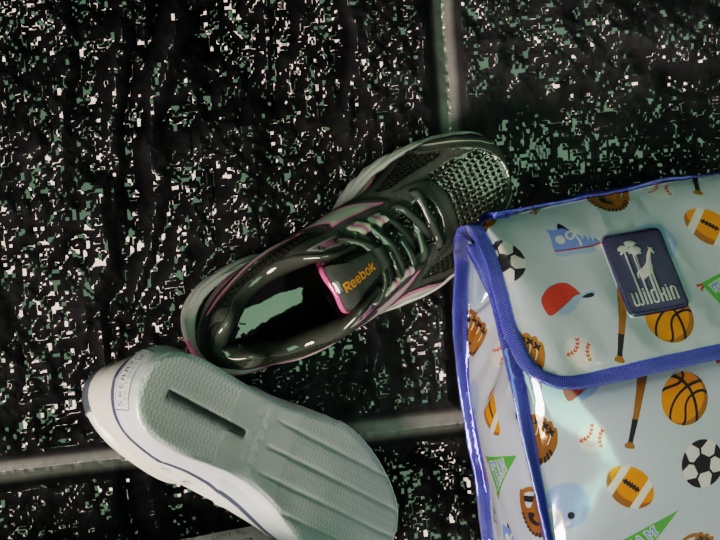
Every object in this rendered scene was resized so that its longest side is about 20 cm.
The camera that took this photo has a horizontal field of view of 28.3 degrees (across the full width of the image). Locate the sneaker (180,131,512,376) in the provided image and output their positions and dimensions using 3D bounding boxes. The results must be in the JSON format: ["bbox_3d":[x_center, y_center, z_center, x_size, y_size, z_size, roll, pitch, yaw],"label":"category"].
[{"bbox_3d":[0.000,0.000,0.753,0.199,0.086,0.081,-36,100,-5],"label":"sneaker"}]

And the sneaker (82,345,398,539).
[{"bbox_3d":[-0.060,0.096,0.759,0.200,0.070,0.073,41,66,-33],"label":"sneaker"}]

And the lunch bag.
[{"bbox_3d":[0.142,0.056,0.759,0.168,0.124,0.202,-11,98,-15],"label":"lunch bag"}]

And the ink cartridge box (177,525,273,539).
[{"bbox_3d":[-0.138,0.177,0.738,0.198,0.099,0.040,-8,97,-8],"label":"ink cartridge box"}]
